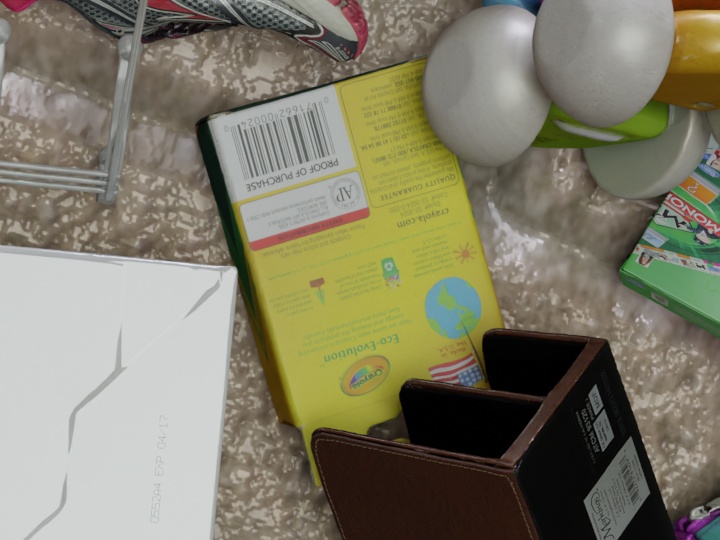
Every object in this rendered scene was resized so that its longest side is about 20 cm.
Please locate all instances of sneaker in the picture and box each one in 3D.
[{"bbox_3d":[-0.092,-0.148,1.300,0.198,0.081,0.075,18,103,-6],"label":"sneaker"}]

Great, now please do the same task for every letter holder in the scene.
[{"bbox_3d":[0.075,0.137,1.303,0.101,0.141,0.201,-49,130,-36],"label":"letter holder"}]

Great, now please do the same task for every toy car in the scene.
[{"bbox_3d":[0.135,-0.128,1.289,0.174,0.199,0.151,9,73,-38],"label":"toy car"}]

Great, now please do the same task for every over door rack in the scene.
[{"bbox_3d":[-0.176,-0.114,1.230,0.146,0.201,0.067,5,54,-12],"label":"over door rack"}]

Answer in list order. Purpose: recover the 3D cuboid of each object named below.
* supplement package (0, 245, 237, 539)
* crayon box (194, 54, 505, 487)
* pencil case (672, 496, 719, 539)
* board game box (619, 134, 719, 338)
[{"bbox_3d":[-0.154,0.091,1.264,0.154,0.111,0.202,6,89,-13],"label":"supplement package"},{"bbox_3d":[0.000,0.000,1.329,0.126,0.051,0.202,-16,93,-13],"label":"crayon box"},{"bbox_3d":[0.260,0.110,1.371,0.200,0.085,0.093,-44,114,-9],"label":"pencil case"},{"bbox_3d":[0.258,-0.005,1.350,0.199,0.029,0.135,30,80,16],"label":"board game box"}]
